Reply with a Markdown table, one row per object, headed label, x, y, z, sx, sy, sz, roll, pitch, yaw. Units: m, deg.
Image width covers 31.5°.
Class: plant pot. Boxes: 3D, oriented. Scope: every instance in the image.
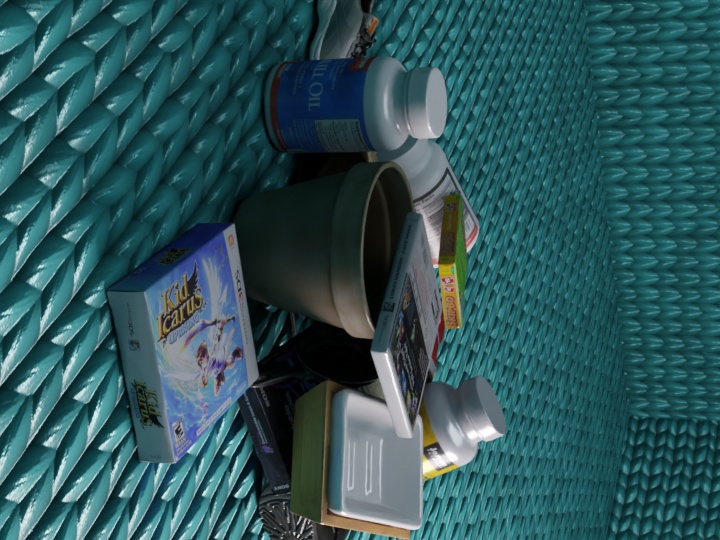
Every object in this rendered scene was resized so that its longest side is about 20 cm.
| label | x | y | z | sx | sy | sz | roll | pitch | yaw |
| --- | --- | --- | --- | --- | --- | --- | --- | --- | --- |
| plant pot | -0.045 | -0.025 | 1.442 | 0.200 | 0.173 | 0.200 | 3 | 90 | -70 |

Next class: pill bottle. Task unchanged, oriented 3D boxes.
| label | x | y | z | sx | sy | sz | roll | pitch | yaw |
| --- | --- | --- | --- | --- | --- | --- | --- | --- | --- |
| pill bottle | 0.077 | 0.208 | 1.620 | 0.112 | 0.200 | 0.112 | 53 | 22 | -31 |
| pill bottle | -0.004 | -0.197 | 1.515 | 0.112 | 0.200 | 0.112 | 0 | 90 | -70 |
| pill bottle | 0.077 | -0.107 | 1.736 | 0.200 | 0.116 | 0.116 | 59 | 36 | -39 |

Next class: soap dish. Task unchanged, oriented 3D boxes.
| label | x | y | z | sx | sy | sz | roll | pitch | yaw |
| --- | --- | --- | --- | --- | --- | --- | --- | --- | --- |
| soap dish | -0.004 | 0.223 | 1.474 | 0.200 | 0.081 | 0.157 | 27 | 59 | -55 |

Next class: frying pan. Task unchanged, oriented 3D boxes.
| label | x | y | z | sx | sy | sz | roll | pitch | yaw |
| --- | --- | --- | --- | --- | --- | --- | --- | --- | --- |
| frying pan | -0.038 | 0.116 | 1.462 | 0.190 | 0.115 | 0.031 | -44 | 152 | -53 |

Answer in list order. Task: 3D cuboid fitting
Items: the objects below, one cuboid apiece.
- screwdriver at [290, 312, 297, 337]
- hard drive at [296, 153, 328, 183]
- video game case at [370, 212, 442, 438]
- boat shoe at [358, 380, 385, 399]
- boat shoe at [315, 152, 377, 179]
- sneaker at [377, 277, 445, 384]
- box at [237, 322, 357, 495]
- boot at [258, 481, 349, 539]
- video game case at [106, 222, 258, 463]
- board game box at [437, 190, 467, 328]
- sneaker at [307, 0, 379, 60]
| label | x | y | z | sx | sy | sz | roll | pitch | yaw |
| --- | --- | --- | --- | --- | --- | --- | --- | --- | --- |
| screwdriver | -0.084 | 0.084 | 1.578 | 0.028 | 0.029 | 0.200 | -30 | 110 | -66 |
| hard drive | -0.044 | -0.081 | 1.643 | 0.140 | 0.038 | 0.200 | 49 | 45 | -61 |
| video game case | 0.055 | 0.065 | 1.444 | 0.200 | 0.023 | 0.182 | 74 | 26 | -55 |
| boat shoe | -0.008 | 0.144 | 1.717 | 0.075 | 0.062 | 0.200 | -36 | 109 | -59 |
| boat shoe | -0.009 | -0.122 | 1.581 | 0.065 | 0.071 | 0.200 | 54 | 40 | -55 |
| sneaker | 0.060 | 0.047 | 1.609 | 0.200 | 0.071 | 0.113 | 68 | 32 | -47 |
| box | -0.067 | 0.158 | 1.509 | 0.200 | 0.036 | 0.143 | -34 | 105 | -57 |
| boot | -0.052 | 0.269 | 1.588 | 0.200 | 0.066 | 0.165 | -61 | 140 | -54 |
| video game case | -0.173 | 0.068 | 1.291 | 0.200 | 0.045 | 0.181 | -47 | 133 | -61 |
| board game box | 0.120 | -0.019 | 1.640 | 0.200 | 0.030 | 0.096 | -73 | 158 | -58 |
| sneaker | -0.019 | -0.291 | 1.647 | 0.074 | 0.079 | 0.200 | 36 | 58 | -67 |
